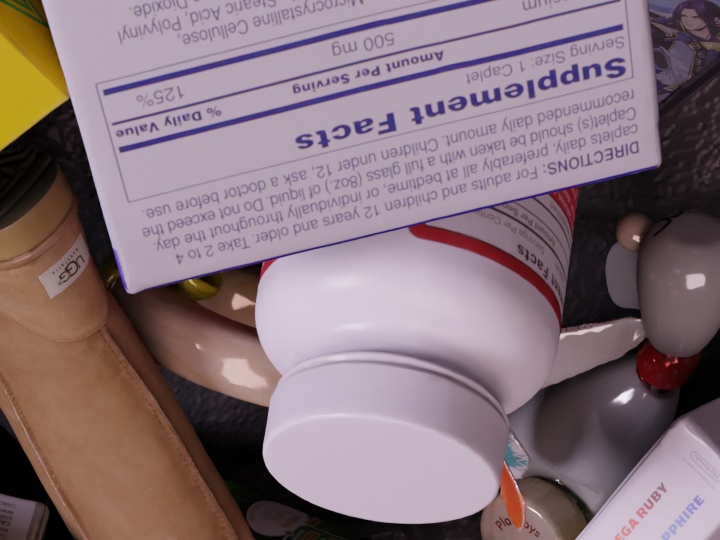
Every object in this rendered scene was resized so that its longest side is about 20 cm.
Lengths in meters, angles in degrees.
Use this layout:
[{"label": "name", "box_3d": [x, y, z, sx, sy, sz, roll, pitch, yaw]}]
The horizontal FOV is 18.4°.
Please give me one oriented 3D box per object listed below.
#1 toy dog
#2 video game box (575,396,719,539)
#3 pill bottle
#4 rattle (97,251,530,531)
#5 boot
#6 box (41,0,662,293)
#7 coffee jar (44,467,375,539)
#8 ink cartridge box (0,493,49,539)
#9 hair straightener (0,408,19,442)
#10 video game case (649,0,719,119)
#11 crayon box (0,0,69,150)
[{"label": "toy dog", "box_3d": [0.097, 0.040, 0.962, 0.096, 0.132, 0.201, 36, 116, 18]}, {"label": "video game box", "box_3d": [0.138, 0.120, 0.969, 0.047, 0.200, 0.182, 47, 119, 16]}, {"label": "pill bottle", "box_3d": [0.023, -0.015, 0.821, 0.111, 0.201, 0.112, 8, 150, 5]}, {"label": "rattle", "box_3d": [0.000, 0.000, 0.902, 0.199, 0.130, 0.144, 22, 86, 18]}, {"label": "boot", "box_3d": [-0.139, 0.035, 0.880, 0.066, 0.175, 0.201, -43, 131, -24]}, {"label": "box", "box_3d": [-0.011, -0.117, 0.694, 0.183, 0.105, 0.201, -13, 128, -2]}, {"label": "coffee jar", "box_3d": [-0.053, 0.146, 0.975, 0.199, 0.085, 0.105, 24, 109, 18]}, {"label": "ink cartridge box", "box_3d": [-0.245, 0.145, 0.956, 0.199, 0.044, 0.174, 14, 131, -4]}, {"label": "hair straightener", "box_3d": [-0.182, 0.005, 0.952, 0.077, 0.041, 0.201, -23, 118, 10]}, {"label": "video game case", "box_3d": [0.072, -0.133, 0.829, 0.199, 0.026, 0.181, 22, 150, -18]}, {"label": "crayon box", "box_3d": [-0.223, -0.069, 0.720, 0.200, 0.058, 0.173, -34, 123, 17]}]
